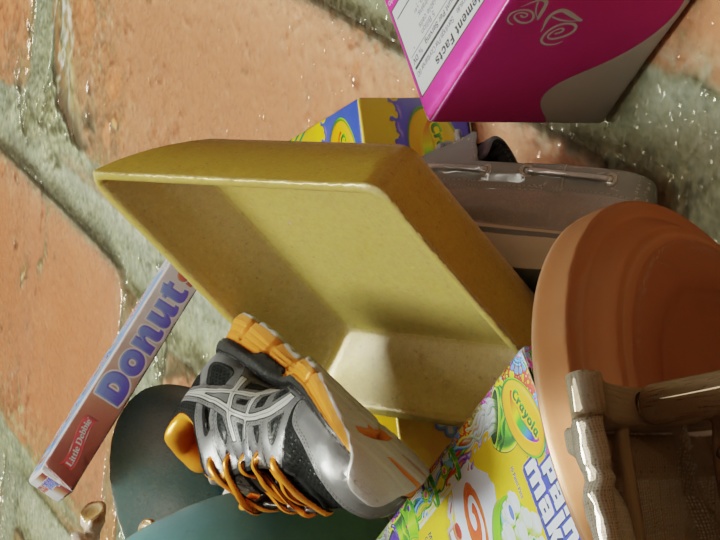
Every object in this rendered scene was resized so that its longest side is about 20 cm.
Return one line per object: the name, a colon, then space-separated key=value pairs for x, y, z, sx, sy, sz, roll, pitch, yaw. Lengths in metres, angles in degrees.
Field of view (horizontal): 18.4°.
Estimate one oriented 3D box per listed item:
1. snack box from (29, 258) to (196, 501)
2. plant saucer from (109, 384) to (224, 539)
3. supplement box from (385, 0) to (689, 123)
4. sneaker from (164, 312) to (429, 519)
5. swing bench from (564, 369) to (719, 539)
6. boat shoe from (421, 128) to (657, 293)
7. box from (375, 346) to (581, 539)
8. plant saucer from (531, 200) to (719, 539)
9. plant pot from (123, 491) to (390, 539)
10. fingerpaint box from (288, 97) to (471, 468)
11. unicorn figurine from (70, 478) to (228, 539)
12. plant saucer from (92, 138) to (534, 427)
snack box: x=-0.125 y=0.039 z=1.272 sx=0.201 sy=0.024 sz=0.072 roll=-59 pitch=7 yaw=-16
plant saucer: x=-0.062 y=0.147 z=1.285 sx=0.039 sy=0.201 sz=0.202 roll=-31 pitch=59 yaw=25
supplement box: x=0.065 y=-0.178 z=1.075 sx=0.103 sy=0.101 sz=0.201 roll=-55 pitch=45 yaw=49
sneaker: x=-0.033 y=0.083 z=1.037 sx=0.077 sy=0.078 sz=0.200 roll=-46 pitch=21 yaw=-7
swing bench: x=0.182 y=0.123 z=0.727 sx=0.130 sy=0.199 sz=0.200 roll=26 pitch=-125 yaw=-70
boat shoe: x=0.060 y=-0.030 z=1.092 sx=0.200 sy=0.070 sz=0.072 roll=10 pitch=72 yaw=39
box: x=0.112 y=0.166 z=0.982 sx=0.193 sy=0.121 sz=0.201 roll=-57 pitch=42 yaw=48
plant saucer: x=0.138 y=0.066 z=0.861 sx=0.032 sy=0.200 sz=0.201 roll=-24 pitch=68 yaw=34
plant pot: x=-0.041 y=0.232 z=1.101 sx=0.161 sy=0.200 sz=0.201 roll=61 pitch=142 yaw=40
fingerpaint box: x=0.004 y=0.020 z=1.238 sx=0.167 sy=0.073 sz=0.201 roll=-23 pitch=71 yaw=62
unicorn figurine: x=-0.066 y=0.144 z=1.180 sx=0.074 sy=0.199 sz=0.138 roll=52 pitch=169 yaw=50
plant saucer: x=0.000 y=0.000 z=1.059 sx=0.199 sy=0.200 sz=0.049 roll=5 pitch=58 yaw=44
